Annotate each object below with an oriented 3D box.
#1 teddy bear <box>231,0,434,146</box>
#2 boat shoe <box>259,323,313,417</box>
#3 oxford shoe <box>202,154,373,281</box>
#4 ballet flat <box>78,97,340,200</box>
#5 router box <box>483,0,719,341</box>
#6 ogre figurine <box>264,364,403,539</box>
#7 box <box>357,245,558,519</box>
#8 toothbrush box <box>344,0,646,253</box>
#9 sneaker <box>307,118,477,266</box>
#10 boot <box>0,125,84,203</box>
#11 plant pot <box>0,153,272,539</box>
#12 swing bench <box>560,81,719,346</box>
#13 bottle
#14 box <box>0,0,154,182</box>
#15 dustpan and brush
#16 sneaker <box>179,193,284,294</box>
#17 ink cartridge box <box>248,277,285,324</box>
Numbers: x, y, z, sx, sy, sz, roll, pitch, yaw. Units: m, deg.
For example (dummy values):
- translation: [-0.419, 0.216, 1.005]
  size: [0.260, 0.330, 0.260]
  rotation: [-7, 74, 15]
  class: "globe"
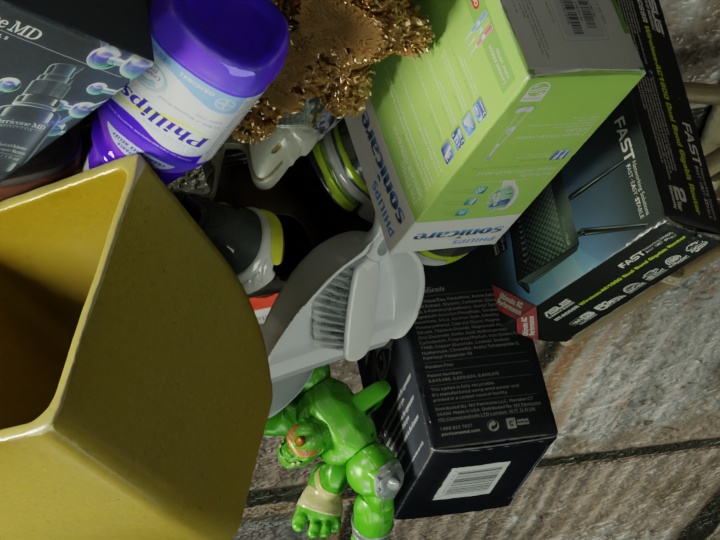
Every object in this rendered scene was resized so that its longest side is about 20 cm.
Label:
- translation: [-0.044, -0.143, 1.127]
  size: [0.145, 0.067, 0.200]
  rotation: [34, 143, -8]
  class: "teddy bear"
- translation: [-0.127, 0.109, 1.384]
  size: [0.200, 0.071, 0.091]
  rotation: [-32, 173, -15]
  class: "boat shoe"
- translation: [-0.048, -0.023, 1.358]
  size: [0.072, 0.085, 0.200]
  rotation: [-26, 152, 24]
  class: "oxford shoe"
- translation: [-0.089, -0.083, 1.239]
  size: [0.199, 0.072, 0.072]
  rotation: [-11, 153, -2]
  class: "ballet flat"
- translation: [0.142, -0.075, 1.197]
  size: [0.062, 0.201, 0.150]
  rotation: [13, 144, -38]
  class: "router box"
- translation: [-0.030, 0.127, 1.447]
  size: [0.098, 0.201, 0.120]
  rotation: [-9, 158, -24]
  class: "ogre figurine"
- translation: [0.067, 0.075, 1.464]
  size: [0.104, 0.201, 0.148]
  rotation: [-5, 154, -15]
  class: "box"
- translation: [0.069, -0.123, 1.131]
  size: [0.086, 0.146, 0.200]
  rotation: [-5, 153, -29]
  class: "toothbrush box"
- translation: [0.044, -0.063, 1.333]
  size: [0.081, 0.074, 0.200]
  rotation: [-28, 151, 23]
  class: "sneaker"
- translation: [-0.240, -0.028, 1.267]
  size: [0.188, 0.069, 0.200]
  rotation: [-17, 148, 12]
  class: "boot"
- translation: [-0.166, 0.081, 1.160]
  size: [0.194, 0.196, 0.200]
  rotation: [-15, 137, 35]
  class: "plant pot"
- translation: [0.236, -0.058, 1.361]
  size: [0.199, 0.130, 0.199]
  rotation: [-12, 153, -11]
  class: "swing bench"
- translation: [-0.115, -0.102, 1.112]
  size: [0.083, 0.065, 0.200]
  rotation: [35, 144, -9]
  class: "bottle"
- translation: [-0.238, -0.132, 1.042]
  size: [0.200, 0.107, 0.148]
  rotation: [-32, 146, 34]
  class: "box"
- translation: [0.000, 0.000, 1.287]
  size: [0.139, 0.057, 0.201]
  rotation: [-17, 130, -35]
  class: "dustpan and brush"
- translation: [-0.149, -0.010, 1.248]
  size: [0.199, 0.075, 0.085]
  rotation: [-21, 149, 29]
  class: "sneaker"
- translation: [-0.118, 0.043, 1.405]
  size: [0.162, 0.057, 0.200]
  rotation: [-12, -173, 1]
  class: "ink cartridge box"
